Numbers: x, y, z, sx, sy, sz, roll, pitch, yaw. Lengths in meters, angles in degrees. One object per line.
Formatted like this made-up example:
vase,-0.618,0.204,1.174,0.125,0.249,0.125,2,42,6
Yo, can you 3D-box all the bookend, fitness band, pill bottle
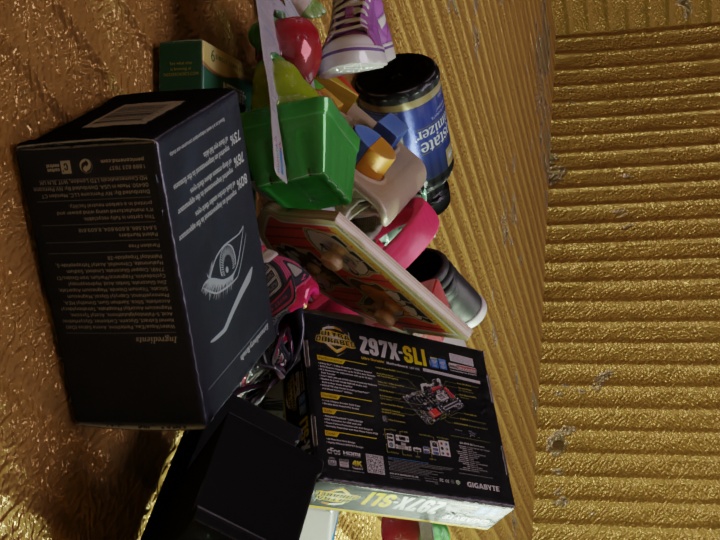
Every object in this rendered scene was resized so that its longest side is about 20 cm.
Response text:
bookend,-0.086,0.163,0.815,0.199,0.091,0.202,-54,-167,41
fitness band,0.000,0.000,1.180,0.038,0.200,0.143,48,-13,-11
pill bottle,0.063,-0.171,1.491,0.113,0.110,0.202,-71,154,-49

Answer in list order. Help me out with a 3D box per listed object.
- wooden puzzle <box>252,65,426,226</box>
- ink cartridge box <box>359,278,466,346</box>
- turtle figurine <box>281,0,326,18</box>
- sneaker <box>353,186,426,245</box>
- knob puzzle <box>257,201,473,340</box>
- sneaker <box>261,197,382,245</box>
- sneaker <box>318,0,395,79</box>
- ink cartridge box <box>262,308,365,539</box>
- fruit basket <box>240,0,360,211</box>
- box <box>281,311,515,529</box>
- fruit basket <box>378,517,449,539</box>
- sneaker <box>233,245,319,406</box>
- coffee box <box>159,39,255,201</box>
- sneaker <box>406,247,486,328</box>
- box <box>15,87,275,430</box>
wooden puzzle,-0.013,-0.150,1.160,0.200,0.046,0.185,44,23,-1
ink cartridge box,0.061,0.120,1.203,0.202,0.115,0.068,65,24,-25
turtle figurine,-0.024,-0.354,1.104,0.198,0.144,0.197,-16,129,-34
sneaker,0.025,-0.034,1.341,0.074,0.116,0.203,73,24,-46
knob puzzle,-0.021,0.009,1.014,0.031,0.217,0.220,-59,153,-16
sneaker,-0.024,-0.043,1.178,0.200,0.113,0.075,-44,128,-69
sneaker,-0.013,-0.258,1.153,0.201,0.071,0.116,-69,149,-74
ink cartridge box,-0.051,0.159,1.073,0.147,0.083,0.203,94,5,-53
fruit basket,-0.065,-0.156,0.987,0.185,0.092,0.203,38,37,-75
box,0.031,0.131,0.982,0.049,0.197,0.162,-50,-142,41
fruit basket,0.053,0.218,1.086,0.186,0.092,0.202,98,-20,-55
sneaker,-0.090,0.077,0.945,0.081,0.074,0.203,-46,155,-53
coffee box,-0.126,-0.081,0.954,0.123,0.043,0.204,11,78,-74
sneaker,0.031,0.030,1.246,0.100,0.197,0.071,58,29,-35
box,-0.141,-0.011,0.794,0.148,0.102,0.204,-53,139,-65
